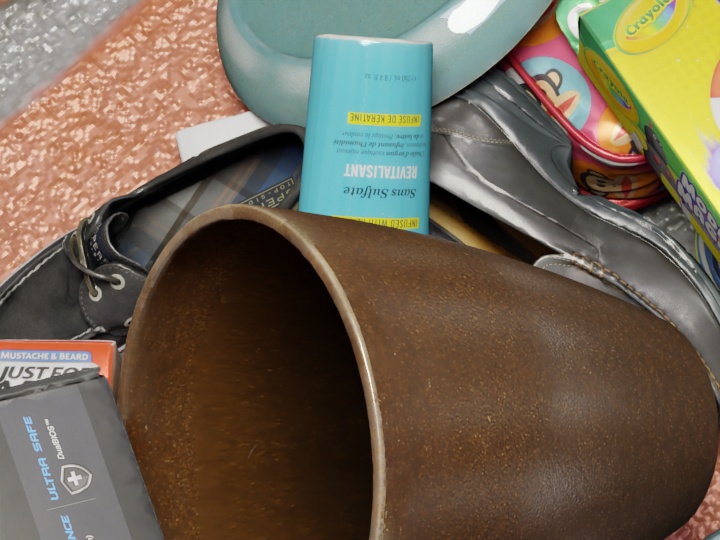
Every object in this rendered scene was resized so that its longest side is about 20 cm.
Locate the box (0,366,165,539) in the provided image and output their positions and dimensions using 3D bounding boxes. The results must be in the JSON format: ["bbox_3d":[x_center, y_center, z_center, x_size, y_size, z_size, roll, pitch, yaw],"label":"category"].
[{"bbox_3d":[-0.160,0.152,0.937,0.198,0.050,0.200,-12,68,-23],"label":"box"}]

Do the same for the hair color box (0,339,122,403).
[{"bbox_3d":[-0.132,0.140,1.071,0.064,0.111,0.200,0,68,2],"label":"hair color box"}]

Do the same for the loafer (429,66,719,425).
[{"bbox_3d":[0.090,0.001,1.126,0.200,0.073,0.072,44,63,12],"label":"loafer"}]

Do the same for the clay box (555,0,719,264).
[{"bbox_3d":[0.178,-0.072,1.086,0.115,0.048,0.200,-30,70,-8],"label":"clay box"}]

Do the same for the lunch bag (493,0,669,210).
[{"bbox_3d":[0.137,-0.142,1.187,0.200,0.082,0.176,-35,70,-10],"label":"lunch bag"}]

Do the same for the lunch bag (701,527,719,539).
[{"bbox_3d":[0.177,0.205,1.028,0.170,0.127,0.200,-32,83,-12],"label":"lunch bag"}]

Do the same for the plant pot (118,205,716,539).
[{"bbox_3d":[0.037,0.066,1.008,0.200,0.187,0.187,-2,63,-34],"label":"plant pot"}]

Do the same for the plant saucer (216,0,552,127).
[{"bbox_3d":[0.012,-0.153,1.175,0.200,0.027,0.200,-19,50,24],"label":"plant saucer"}]

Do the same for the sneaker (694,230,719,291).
[{"bbox_3d":[0.205,0.039,1.110,0.074,0.082,0.200,-24,70,-9],"label":"sneaker"}]

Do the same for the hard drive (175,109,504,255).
[{"bbox_3d":[0.002,0.012,1.161,0.132,0.026,0.200,-14,68,-3],"label":"hard drive"}]

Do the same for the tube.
[{"bbox_3d":[0.000,0.000,1.090,0.077,0.050,0.200,1,96,-14],"label":"tube"}]

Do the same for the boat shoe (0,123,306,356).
[{"bbox_3d":[-0.095,-0.007,1.133,0.200,0.066,0.070,-24,67,10],"label":"boat shoe"}]
